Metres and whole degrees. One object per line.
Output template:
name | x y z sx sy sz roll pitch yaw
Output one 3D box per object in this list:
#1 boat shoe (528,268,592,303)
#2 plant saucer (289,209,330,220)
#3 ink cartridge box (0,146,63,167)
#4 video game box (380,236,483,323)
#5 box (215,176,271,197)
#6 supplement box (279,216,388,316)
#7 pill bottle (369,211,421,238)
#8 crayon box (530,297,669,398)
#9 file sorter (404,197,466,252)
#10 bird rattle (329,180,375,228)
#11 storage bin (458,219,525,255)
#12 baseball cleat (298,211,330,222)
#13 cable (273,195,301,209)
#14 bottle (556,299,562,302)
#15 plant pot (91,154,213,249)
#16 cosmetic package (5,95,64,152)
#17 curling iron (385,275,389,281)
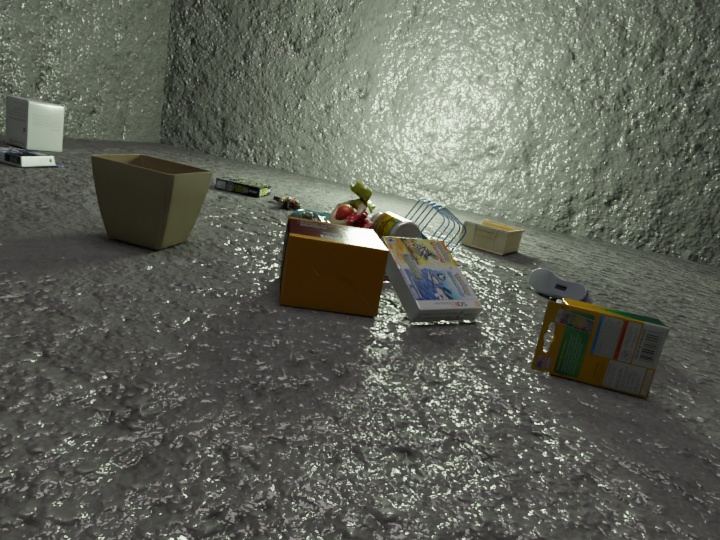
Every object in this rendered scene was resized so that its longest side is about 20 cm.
boat shoe | 0.556 0.053 1.487 0.069 0.072 0.199 34 -5 -34
plant saucer | -0.159 -0.192 1.941 0.195 0.028 0.200 11 14 -3
ink cartridge box | -1.230 -0.414 1.945 0.193 0.044 0.200 14 13 11
video game box | 0.144 0.017 1.134 0.179 0.047 0.202 3 47 -36
box | -0.500 -0.359 2.294 0.195 0.045 0.160 13 14 6
supplement box | -0.063 -0.014 1.094 0.192 0.136 0.200 8 14 -10
pill bottle | 0.101 -0.121 1.685 0.110 0.116 0.200 4 16 -25
crayon box | 0.403 0.127 0.919 0.195 0.129 0.052 13 13 8
file sorter | 0.239 -0.145 1.759 0.138 0.123 0.200 38 5 -21
bird rattle | -0.025 -0.174 1.715 0.160 0.203 0.113 -9 -40 29
storage bin | 0.516 -0.137 2.109 0.195 0.096 0.198 20 17 31
baseball cleat | -0.129 -0.147 1.702 0.104 0.071 0.200 12 16 -27
cable | -0.292 -0.283 2.139 0.095 0.052 0.200 6 16 -22
bottle | 0.531 0.117 1.188 0.196 0.067 0.083 18 15 26
plant pot | -0.481 -0.158 1.237 0.195 0.181 0.200 13 14 8
cosmetic package | -1.424 -0.640 2.339 0.164 0.205 0.165 17 15 25
curling iron | 0.000 0.000 1.302 0.195 0.026 0.050 3 53 -15
